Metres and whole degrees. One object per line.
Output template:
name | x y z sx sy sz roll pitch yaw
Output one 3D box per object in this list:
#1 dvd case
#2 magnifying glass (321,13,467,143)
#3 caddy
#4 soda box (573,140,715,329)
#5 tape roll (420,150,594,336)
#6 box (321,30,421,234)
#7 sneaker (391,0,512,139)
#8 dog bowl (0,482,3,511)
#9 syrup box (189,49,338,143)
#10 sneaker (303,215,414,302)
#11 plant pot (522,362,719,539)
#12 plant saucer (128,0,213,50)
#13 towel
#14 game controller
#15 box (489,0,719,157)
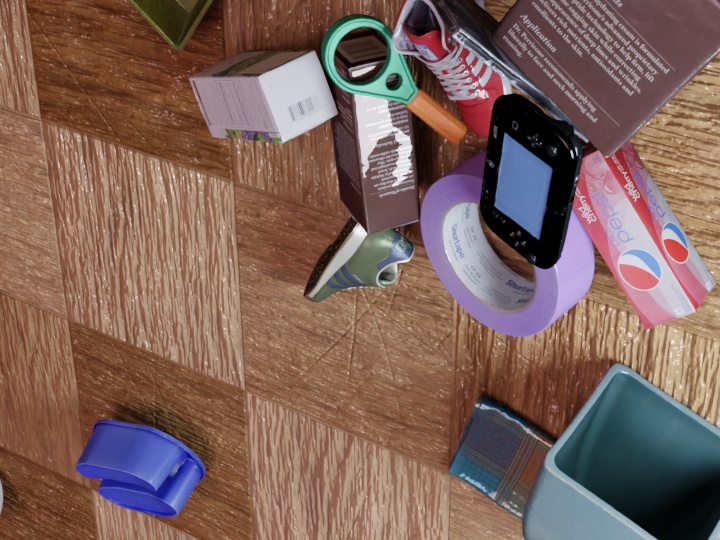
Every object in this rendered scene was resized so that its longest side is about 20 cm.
dvd case | 0.139 -0.215 1.408 0.199 0.149 0.016 32 113 -34
magnifying glass | 0.039 -0.198 1.538 0.199 0.022 0.080 35 99 -30
caddy | -0.326 0.286 2.165 0.199 0.105 0.142 5 144 35
soda box | 0.287 -0.043 1.517 0.070 0.063 0.201 -26 101 44
tape roll | 0.159 -0.029 1.590 0.199 0.065 0.201 32 141 31
box | 0.013 -0.155 1.617 0.100 0.074 0.202 -127 28 -57
sneaker | 0.096 -0.215 1.516 0.071 0.112 0.201 -2 117 37
dog bowl | -0.713 0.388 2.450 0.200 0.200 0.079 50 137 -1
syrup box | -0.114 -0.201 1.658 0.200 0.078 0.082 12 126 61
sneaker | 0.000 0.000 1.757 0.089 0.068 0.200 25 148 -9
plant pot | 0.292 0.270 1.627 0.195 0.196 0.201 35 137 13
plant saucer | -0.226 -0.394 1.691 0.200 0.048 0.200 47 135 4
towel | 0.208 0.255 1.796 0.199 0.022 0.147 33 133 16
game controller | 0.164 -0.086 1.418 0.104 0.042 0.201 32 148 21
box | 0.261 -0.248 1.335 0.166 0.164 0.200 47 134 3
